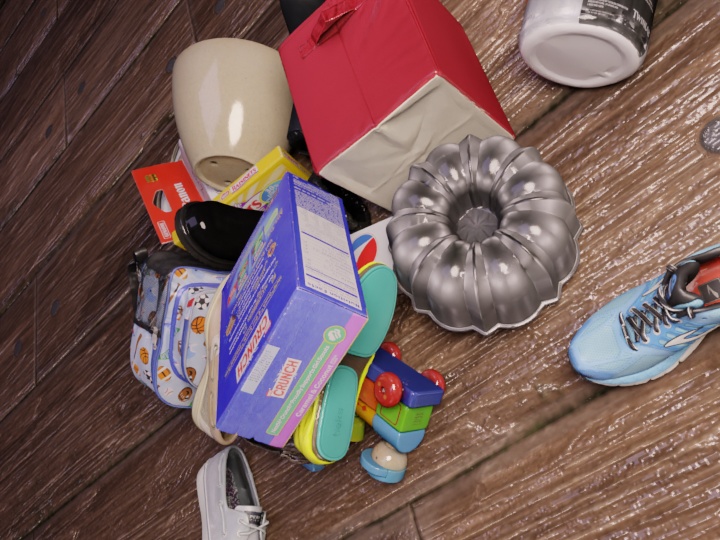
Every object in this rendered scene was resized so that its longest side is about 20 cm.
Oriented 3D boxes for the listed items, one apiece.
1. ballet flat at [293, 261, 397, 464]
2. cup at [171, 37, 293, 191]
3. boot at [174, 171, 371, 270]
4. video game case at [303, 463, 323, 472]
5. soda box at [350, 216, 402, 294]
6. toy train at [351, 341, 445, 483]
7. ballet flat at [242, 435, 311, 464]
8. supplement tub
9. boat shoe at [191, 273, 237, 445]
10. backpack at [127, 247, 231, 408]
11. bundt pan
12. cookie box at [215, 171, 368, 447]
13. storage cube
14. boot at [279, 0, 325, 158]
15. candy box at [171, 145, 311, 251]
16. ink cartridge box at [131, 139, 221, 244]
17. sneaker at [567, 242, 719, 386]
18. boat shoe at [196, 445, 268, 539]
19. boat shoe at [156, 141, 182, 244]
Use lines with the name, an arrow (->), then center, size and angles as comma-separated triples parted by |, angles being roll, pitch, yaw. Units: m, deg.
ballet flat -> -0.022, 0.086, 0.641 | 0.067, 0.066, 0.204 | -5, 64, 57
cup -> -0.174, -0.196, 0.905 | 0.198, 0.199, 0.146 | -14, 61, 38
boot -> -0.103, -0.064, 0.793 | 0.157, 0.209, 0.081 | -33, 57, 34
video game case -> -0.088, 0.118, 0.778 | 0.142, 0.018, 0.205 | 11, 104, 52
soda box -> 0.000, 0.000, 0.768 | 0.198, 0.068, 0.065 | -20, 62, 35
toy train -> -0.005, 0.134, 0.722 | 0.199, 0.084, 0.118 | 28, 107, 45
ballet flat -> -0.110, 0.185, 0.762 | 0.198, 0.046, 0.069 | 5, 98, 53
supplement tub -> 0.232, -0.297, 0.632 | 0.121, 0.122, 0.204 | 7, 78, 43
boat shoe -> -0.149, 0.104, 0.771 | 0.064, 0.071, 0.204 | 20, 98, 48
backpack -> -0.209, 0.083, 0.861 | 0.153, 0.197, 0.194 | 31, 108, 45
bundt pan -> 0.113, -0.046, 0.630 | 0.198, 0.076, 0.206 | -7, 66, 17
cookie box -> -0.074, 0.032, 0.629 | 0.172, 0.074, 0.202 | -56, 26, 27
storage cube -> 0.037, -0.197, 0.725 | 0.170, 0.198, 0.183 | -33, 60, 27
boot -> -0.060, -0.248, 0.837 | 0.075, 0.200, 0.172 | 4, 73, 20
candy box -> -0.154, -0.080, 0.896 | 0.199, 0.102, 0.027 | -36, 52, 16
ink cartridge box -> -0.243, -0.135, 0.983 | 0.201, 0.171, 0.044 | 53, 150, 40
sneaker -> 0.248, 0.023, 0.517 | 0.199, 0.089, 0.079 | -37, 52, 28
boat shoe -> -0.149, 0.306, 0.787 | 0.072, 0.069, 0.203 | -47, 46, 23
boat shoe -> -0.287, -0.143, 1.082 | 0.068, 0.074, 0.204 | -20, 60, 41
